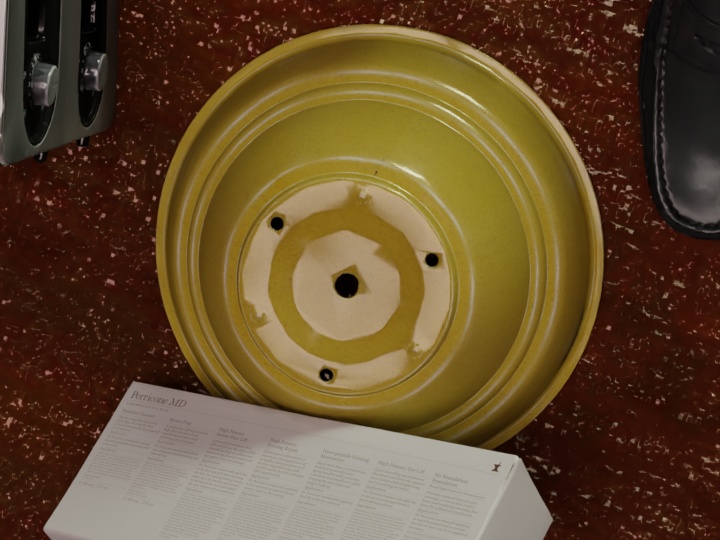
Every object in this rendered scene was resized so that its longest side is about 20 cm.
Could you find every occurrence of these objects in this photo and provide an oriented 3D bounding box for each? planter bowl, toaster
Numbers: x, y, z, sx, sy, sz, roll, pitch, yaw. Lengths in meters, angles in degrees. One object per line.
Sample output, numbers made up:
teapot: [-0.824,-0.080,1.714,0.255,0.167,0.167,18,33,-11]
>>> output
planter bowl: [0.000,0.000,0.970,0.200,0.083,0.201,2,101,10]
toaster: [-0.203,-0.115,0.938,0.199,0.181,0.119,9,99,7]

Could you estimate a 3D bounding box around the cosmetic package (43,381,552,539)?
cosmetic package: [-0.028,0.105,0.952,0.200,0.083,0.051,9,147,35]

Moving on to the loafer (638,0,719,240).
loafer: [0.149,-0.109,0.931,0.068,0.070,0.201,9,101,9]
